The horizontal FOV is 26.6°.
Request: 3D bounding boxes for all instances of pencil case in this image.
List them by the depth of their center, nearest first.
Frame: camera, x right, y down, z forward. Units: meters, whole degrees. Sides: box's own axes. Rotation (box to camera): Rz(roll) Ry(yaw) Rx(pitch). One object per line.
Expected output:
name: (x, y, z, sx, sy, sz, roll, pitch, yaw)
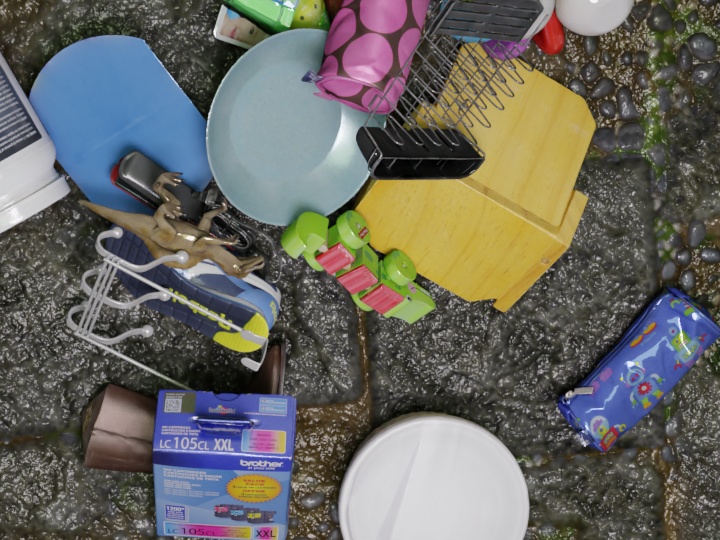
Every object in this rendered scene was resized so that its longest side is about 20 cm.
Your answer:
pencil case: (0.016, -0.254, 1.461, 0.091, 0.094, 0.200, 25, 77, -28)
pencil case: (0.295, 0.105, 1.636, 0.200, 0.078, 0.087, -46, 124, 0)

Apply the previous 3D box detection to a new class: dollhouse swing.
dollhouse swing: (0.124, -0.105, 1.606, 0.200, 0.176, 0.182, 29, 136, -11)

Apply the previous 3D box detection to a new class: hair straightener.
hair straightener: (-0.157, -0.052, 1.521, 0.200, 0.077, 0.041, 38, 71, -11)

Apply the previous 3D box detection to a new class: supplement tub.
supplement tub: (-0.386, -0.135, 1.481, 0.140, 0.140, 0.200, -29, 101, -2)

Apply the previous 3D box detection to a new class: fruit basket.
fruit basket: (-0.027, -0.289, 1.530, 0.200, 0.094, 0.185, 19, 96, -13)

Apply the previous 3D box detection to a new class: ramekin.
ramekin: (0.072, 0.242, 1.621, 0.202, 0.094, 0.203, -1, 99, -8)

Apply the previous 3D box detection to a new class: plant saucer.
plant saucer: (-0.069, -0.145, 1.518, 0.201, 0.039, 0.201, -11, 113, -27)

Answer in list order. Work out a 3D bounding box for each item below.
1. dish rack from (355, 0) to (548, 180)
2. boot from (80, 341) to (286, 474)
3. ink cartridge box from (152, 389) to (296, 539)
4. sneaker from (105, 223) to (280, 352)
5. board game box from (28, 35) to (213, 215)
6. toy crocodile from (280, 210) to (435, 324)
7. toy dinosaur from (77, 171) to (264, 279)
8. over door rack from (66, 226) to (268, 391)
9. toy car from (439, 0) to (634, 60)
dish rack: (0.092, -0.173, 1.410, 0.055, 0.153, 0.200, 53, 126, 26)
boot: (-0.187, 0.140, 1.591, 0.200, 0.064, 0.187, 16, 98, -5)
ink cartridge box: (-0.134, 0.185, 1.492, 0.136, 0.076, 0.200, 3, 140, -3)
sneaker: (-0.171, 0.007, 1.570, 0.200, 0.082, 0.074, 32, 130, 4)
board game box: (-0.237, -0.149, 1.545, 0.158, 0.039, 0.200, -30, 112, 20)
toy crocodile: (0.000, 0.000, 1.566, 0.067, 0.062, 0.200, -31, 129, 27)
toy dinosaur: (-0.189, -0.041, 1.484, 0.200, 0.058, 0.101, 21, 136, 0)
over door rack: (-0.187, 0.056, 1.507, 0.200, 0.148, 0.067, 36, 49, 4)
toy car: (0.165, -0.282, 1.532, 0.200, 0.175, 0.150, -7, 141, -20)
